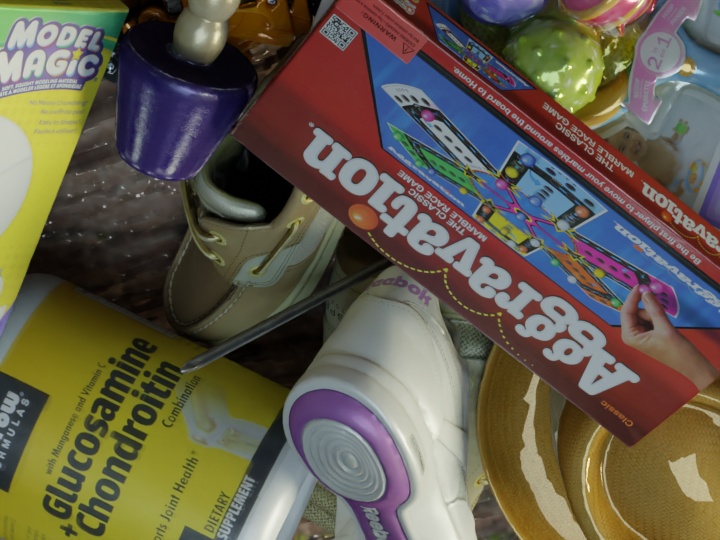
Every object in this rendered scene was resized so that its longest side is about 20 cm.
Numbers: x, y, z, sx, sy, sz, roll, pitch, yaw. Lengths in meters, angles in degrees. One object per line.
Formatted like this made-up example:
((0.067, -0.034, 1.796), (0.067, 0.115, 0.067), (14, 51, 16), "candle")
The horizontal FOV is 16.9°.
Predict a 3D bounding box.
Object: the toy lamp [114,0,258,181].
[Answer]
((-0.047, -0.126, 0.913), (0.058, 0.058, 0.201), (18, 116, -12), "toy lamp")

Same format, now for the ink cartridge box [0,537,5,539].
((-0.120, 0.224, 1.181), (0.199, 0.084, 0.147), (14, 121, -10), "ink cartridge box")

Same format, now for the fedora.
((0.142, 0.083, 1.002), (0.199, 0.082, 0.202), (2, 113, 6), "fedora")

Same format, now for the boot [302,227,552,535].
((0.070, 0.068, 1.094), (0.199, 0.073, 0.156), (12, 121, -7), "boot")

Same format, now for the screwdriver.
((0.000, 0.000, 1.012), (0.199, 0.029, 0.028), (-26, 115, -30), "screwdriver")

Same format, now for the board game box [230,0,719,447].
((0.055, -0.021, 0.906), (0.200, 0.019, 0.103), (37, 137, -6), "board game box")

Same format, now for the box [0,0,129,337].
((-0.164, -0.047, 0.923), (0.117, 0.048, 0.201), (-5, 124, -49), "box")

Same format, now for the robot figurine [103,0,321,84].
((-0.068, -0.167, 0.953), (0.144, 0.058, 0.201), (-8, 121, 4), "robot figurine")

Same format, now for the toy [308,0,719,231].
((0.087, -0.091, 0.891), (0.199, 0.047, 0.116), (22, 96, 0), "toy")

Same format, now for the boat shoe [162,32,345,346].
((-0.040, -0.037, 1.003), (0.066, 0.074, 0.200), (3, 142, -35), "boat shoe")

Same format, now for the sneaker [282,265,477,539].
((0.026, 0.080, 1.025), (0.074, 0.100, 0.201), (13, 145, 19), "sneaker")

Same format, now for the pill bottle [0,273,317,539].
((-0.120, 0.070, 1.051), (0.199, 0.112, 0.112), (25, 120, 5), "pill bottle")
